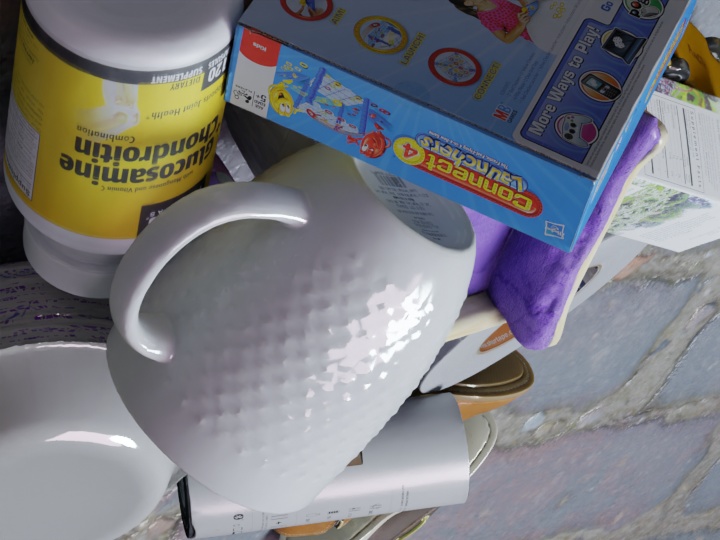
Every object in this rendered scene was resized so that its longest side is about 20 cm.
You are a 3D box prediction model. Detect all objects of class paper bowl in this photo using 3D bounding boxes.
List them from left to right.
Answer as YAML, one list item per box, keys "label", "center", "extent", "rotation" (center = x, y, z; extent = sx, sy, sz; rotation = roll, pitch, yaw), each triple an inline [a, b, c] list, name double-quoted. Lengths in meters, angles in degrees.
- label: "paper bowl"
  center: [-0.185, 0.092, 1.335]
  extent: [0.200, 0.105, 0.201]
  rotation: [-9, 142, -7]

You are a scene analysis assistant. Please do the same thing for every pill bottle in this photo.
- label: "pill bottle"
  center: [-0.129, -0.080, 1.212]
  extent: [0.112, 0.112, 0.200]
  rotation: [-21, 146, -29]

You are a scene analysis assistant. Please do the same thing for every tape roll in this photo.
- label: "tape roll"
  center: [0.106, 0.002, 1.593]
  extent: [0.200, 0.066, 0.200]
  rotation: [-33, 167, -8]

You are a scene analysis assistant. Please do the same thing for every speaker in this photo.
- label: "speaker"
  center: [-0.026, 0.136, 1.599]
  extent: [0.199, 0.081, 0.081]
  rotation: [-7, 144, -9]

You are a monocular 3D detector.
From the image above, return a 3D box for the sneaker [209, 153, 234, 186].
- label: "sneaker"
  center: [-0.123, 0.010, 1.392]
  extent: [0.088, 0.081, 0.200]
  rotation: [-9, 141, -26]

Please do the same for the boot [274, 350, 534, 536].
- label: "boot"
  center: [0.024, 0.124, 1.722]
  extent: [0.199, 0.074, 0.155]
  rotation: [-7, 136, -24]

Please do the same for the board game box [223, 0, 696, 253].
- label: "board game box"
  center: [0.059, -0.127, 1.200]
  extent: [0.056, 0.195, 0.200]
  rotation: [105, 13, -47]

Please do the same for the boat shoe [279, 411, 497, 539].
- label: "boat shoe"
  center: [0.028, 0.173, 1.801]
  extent: [0.200, 0.072, 0.060]
  rotation: [-39, 158, 7]

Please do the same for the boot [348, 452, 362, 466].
- label: "boot"
  center: [-0.040, 0.079, 1.531]
  extent: [0.075, 0.200, 0.074]
  rotation: [-10, 105, 2]

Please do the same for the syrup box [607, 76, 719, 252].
- label: "syrup box"
  center: [0.171, -0.075, 1.475]
  extent: [0.200, 0.082, 0.079]
  rotation: [12, 156, -44]

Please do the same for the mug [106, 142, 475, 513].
- label: "mug"
  center: [-0.044, 0.013, 1.215]
  extent: [0.200, 0.148, 0.175]
  rotation: [18, 123, -45]

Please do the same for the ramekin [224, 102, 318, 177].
- label: "ramekin"
  center: [0.014, -0.108, 1.346]
  extent: [0.200, 0.105, 0.200]
  rotation: [-29, 150, -18]

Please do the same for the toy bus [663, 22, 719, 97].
- label: "toy bus"
  center: [0.202, -0.129, 1.557]
  extent: [0.078, 0.065, 0.200]
  rotation: [-17, 159, 22]

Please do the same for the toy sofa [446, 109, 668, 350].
- label: "toy sofa"
  center: [0.086, -0.039, 1.319]
  extent: [0.083, 0.098, 0.200]
  rotation: [-15, 144, -37]
